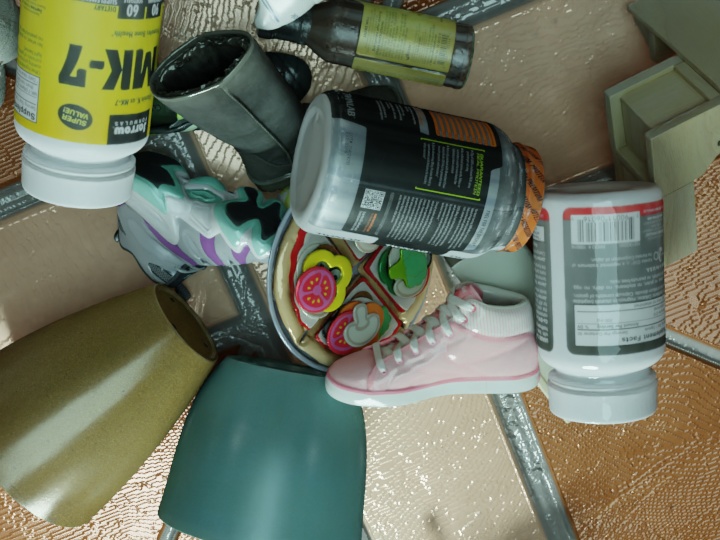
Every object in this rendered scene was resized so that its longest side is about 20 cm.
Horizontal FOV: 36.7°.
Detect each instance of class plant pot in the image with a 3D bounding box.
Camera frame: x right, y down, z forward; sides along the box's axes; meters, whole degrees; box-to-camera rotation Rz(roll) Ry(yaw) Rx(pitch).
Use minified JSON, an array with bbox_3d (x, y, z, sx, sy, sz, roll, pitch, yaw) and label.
[{"bbox_3d":[-0.083,0.171,1.054,0.200,0.201,0.161,10,89,-5],"label":"plant pot"},{"bbox_3d":[-0.241,0.107,1.029,0.200,0.186,0.186,-38,103,8],"label":"plant pot"}]

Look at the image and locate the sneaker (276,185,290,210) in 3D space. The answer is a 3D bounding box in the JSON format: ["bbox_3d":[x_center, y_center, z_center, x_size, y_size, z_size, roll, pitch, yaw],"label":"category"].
[{"bbox_3d":[-0.001,-0.004,1.066,0.105,0.076,0.200,-25,104,4],"label":"sneaker"}]

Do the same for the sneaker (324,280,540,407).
[{"bbox_3d":[0.065,0.061,0.988,0.200,0.075,0.105,-4,114,-3],"label":"sneaker"}]

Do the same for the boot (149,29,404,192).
[{"bbox_3d":[-0.066,-0.155,0.964,0.182,0.073,0.200,-29,147,4],"label":"boot"}]

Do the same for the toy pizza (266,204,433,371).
[{"bbox_3d":[0.000,0.000,1.014,0.200,0.032,0.201,-10,106,-38],"label":"toy pizza"}]

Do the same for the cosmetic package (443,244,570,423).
[{"bbox_3d":[0.167,0.040,1.071,0.073,0.104,0.200,-37,103,7],"label":"cosmetic package"}]

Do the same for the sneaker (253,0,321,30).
[{"bbox_3d":[-0.105,-0.281,0.869,0.087,0.075,0.200,-36,104,13],"label":"sneaker"}]

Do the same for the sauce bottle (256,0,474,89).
[{"bbox_3d":[0.005,-0.218,1.012,0.199,0.065,0.065,12,105,-6],"label":"sauce bottle"}]

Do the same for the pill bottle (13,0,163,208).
[{"bbox_3d":[-0.230,-0.162,0.912,0.114,0.114,0.200,9,113,-5],"label":"pill bottle"}]

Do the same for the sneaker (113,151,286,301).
[{"bbox_3d":[-0.149,-0.018,1.047,0.200,0.078,0.140,27,126,14],"label":"sneaker"}]

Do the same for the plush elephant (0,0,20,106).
[{"bbox_3d":[-0.352,-0.195,0.948,0.165,0.155,0.200,23,89,-49],"label":"plush elephant"}]

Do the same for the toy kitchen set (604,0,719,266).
[{"bbox_3d":[0.326,-0.154,1.038,0.200,0.163,0.181,-26,137,-3],"label":"toy kitchen set"}]

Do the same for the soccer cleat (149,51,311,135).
[{"bbox_3d":[-0.143,-0.158,1.014,0.199,0.081,0.068,-11,106,1],"label":"soccer cleat"}]

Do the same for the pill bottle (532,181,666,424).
[{"bbox_3d":[0.212,0.025,0.963,0.114,0.114,0.201,-4,99,-1],"label":"pill bottle"}]

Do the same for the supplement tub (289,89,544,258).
[{"bbox_3d":[0.048,-0.078,0.933,0.199,0.123,0.123,10,105,-17],"label":"supplement tub"}]
